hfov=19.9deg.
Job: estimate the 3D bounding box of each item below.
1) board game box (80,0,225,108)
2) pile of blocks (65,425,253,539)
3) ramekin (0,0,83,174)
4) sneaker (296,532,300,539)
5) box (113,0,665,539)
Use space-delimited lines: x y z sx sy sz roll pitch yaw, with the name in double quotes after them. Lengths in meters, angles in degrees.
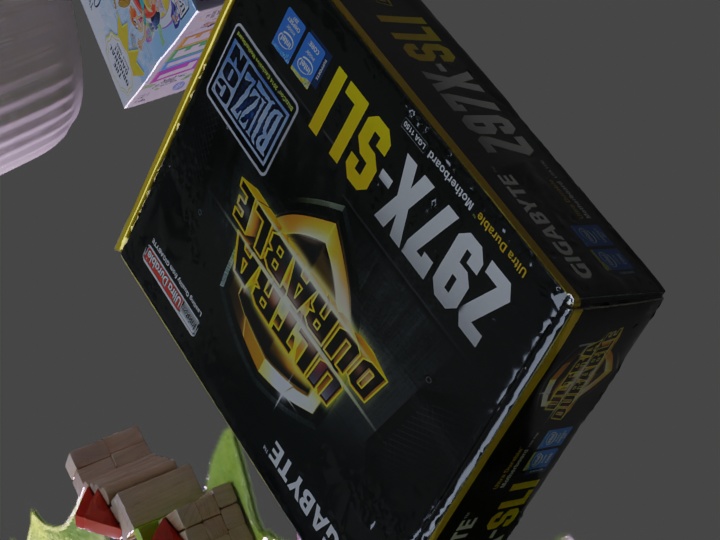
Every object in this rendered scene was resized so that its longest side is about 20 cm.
-0.111 -0.186 0.896 0.201 0.034 0.134 67 158 5 "board game box"
-0.122 0.150 1.169 0.200 0.062 0.082 19 126 62 "pile of blocks"
-0.230 -0.138 1.113 0.200 0.105 0.201 48 149 42 "ramekin"
0.012 0.062 0.794 0.201 0.079 0.095 61 145 15 "sneaker"
0.000 0.000 0.718 0.200 0.049 0.160 54 129 32 "box"
